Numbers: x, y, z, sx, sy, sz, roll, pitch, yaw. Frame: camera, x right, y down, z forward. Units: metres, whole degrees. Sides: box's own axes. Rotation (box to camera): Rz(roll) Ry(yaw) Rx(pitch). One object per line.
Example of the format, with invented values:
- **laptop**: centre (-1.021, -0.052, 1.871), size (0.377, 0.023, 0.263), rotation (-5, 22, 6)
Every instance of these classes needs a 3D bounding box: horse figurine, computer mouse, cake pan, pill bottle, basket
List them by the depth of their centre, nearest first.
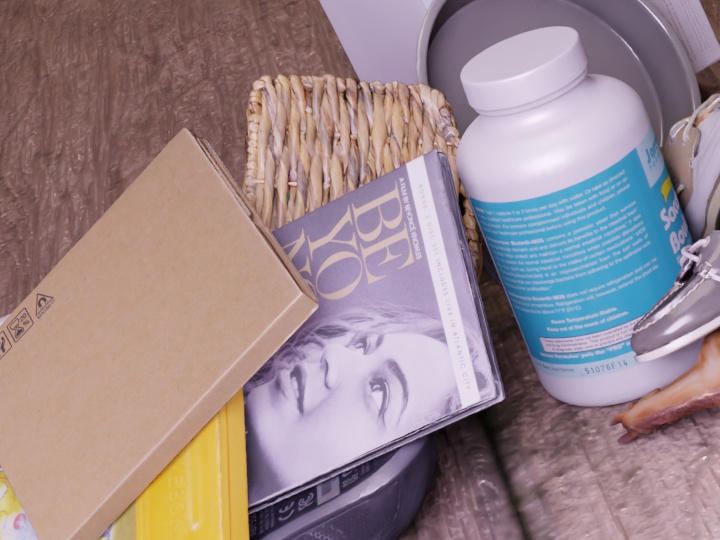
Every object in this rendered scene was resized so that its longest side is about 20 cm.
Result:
- **horse figurine**: centre (0.238, 0.046, 1.332), size (0.132, 0.050, 0.200), rotation (-31, 20, -35)
- **computer mouse**: centre (-0.035, 0.141, 1.384), size (0.200, 0.053, 0.139), rotation (-30, 21, 16)
- **pill bottle**: centre (0.122, -0.032, 1.420), size (0.111, 0.200, 0.111), rotation (-19, 22, 8)
- **basket**: centre (0.000, 0.000, 1.497), size (0.142, 0.200, 0.149), rotation (3, -17, 2)
- **cake pan**: centre (0.124, -0.112, 1.645), size (0.200, 0.200, 0.037), rotation (-36, -6, -29)

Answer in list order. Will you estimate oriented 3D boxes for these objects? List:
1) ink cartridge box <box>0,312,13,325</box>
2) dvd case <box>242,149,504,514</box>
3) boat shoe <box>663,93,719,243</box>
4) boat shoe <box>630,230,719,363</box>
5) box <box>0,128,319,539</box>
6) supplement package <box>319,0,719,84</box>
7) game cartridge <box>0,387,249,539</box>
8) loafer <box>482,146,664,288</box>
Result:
- **ink cartridge box**: centre (-0.218, 0.091, 1.564), size (0.200, 0.115, 0.068), rotation (-26, 4, -7)
- **dvd case**: centre (-0.024, 0.040, 1.367), size (0.200, 0.016, 0.149), rotation (-26, 60, 24)
- **boat shoe**: centre (0.204, -0.061, 1.429), size (0.075, 0.068, 0.200), rotation (-32, -20, -17)
- **boat shoe**: centre (0.220, -0.021, 1.378), size (0.200, 0.057, 0.067), rotation (-32, 1, -11)
- **box**: centre (-0.126, 0.039, 1.378), size (0.200, 0.021, 0.164), rotation (-46, 45, 10)
- **supplement package**: centre (0.107, -0.182, 1.774), size (0.200, 0.191, 0.147), rotation (-32, 13, -23)
- **game cartridge**: centre (-0.146, 0.121, 1.383), size (0.200, 0.032, 0.177), rotation (-27, 51, 30)
- **loafer**: centre (0.168, -0.035, 1.571), size (0.200, 0.075, 0.070), rotation (-13, 16, -1)
